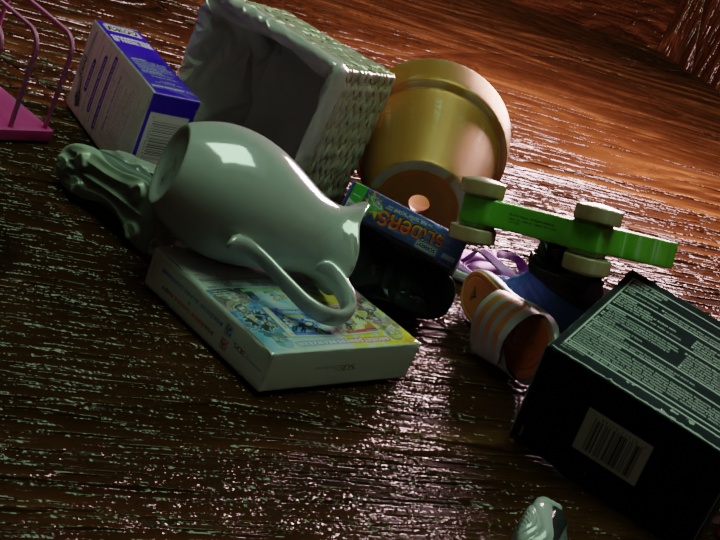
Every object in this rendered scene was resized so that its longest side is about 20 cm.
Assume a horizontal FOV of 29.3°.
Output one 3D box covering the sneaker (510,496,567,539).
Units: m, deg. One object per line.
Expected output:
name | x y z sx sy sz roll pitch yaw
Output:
sneaker | 0.148 0.247 0.991 0.113 0.076 0.200 27 27 6

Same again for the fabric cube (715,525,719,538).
fabric cube | 0.487 0.204 1.281 0.196 0.201 0.199 37 24 28

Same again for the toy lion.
toy lion | 0.213 -0.039 1.389 0.198 0.069 0.191 16 6 27

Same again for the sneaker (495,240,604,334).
sneaker | 0.200 0.010 1.509 0.076 0.113 0.200 -6 20 -25

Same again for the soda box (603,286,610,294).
soda box | 0.344 0.080 1.536 0.070 0.064 0.199 19 4 -44

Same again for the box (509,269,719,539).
box | 0.282 0.127 1.304 0.199 0.124 0.198 33 36 20

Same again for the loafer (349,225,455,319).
loafer | 0.000 0.000 1.442 0.199 0.073 0.072 29 -14 -3

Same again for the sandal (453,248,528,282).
sandal | 0.180 -0.001 1.643 0.201 0.050 0.083 20 19 -7

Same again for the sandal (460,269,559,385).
sandal | 0.136 0.055 1.440 0.059 0.080 0.207 12 16 -26

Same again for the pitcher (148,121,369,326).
pitcher | -0.089 -0.040 1.252 0.199 0.121 0.172 26 31 -24

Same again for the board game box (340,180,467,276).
board game box | 0.047 -0.037 1.489 0.134 0.035 0.200 27 -5 5

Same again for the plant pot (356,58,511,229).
plant pot | 0.077 -0.124 1.660 0.198 0.201 0.184 22 36 -5

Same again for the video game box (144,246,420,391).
video game box | -0.071 0.040 1.280 0.199 0.047 0.182 0 29 -47

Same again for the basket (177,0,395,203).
basket | -0.097 -0.190 1.589 0.197 0.201 0.160 33 20 22

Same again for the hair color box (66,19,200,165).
hair color box | -0.256 -0.186 1.531 0.064 0.110 0.200 7 27 -37

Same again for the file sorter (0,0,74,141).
file sorter | -0.418 -0.222 1.416 0.139 0.126 0.199 37 24 30

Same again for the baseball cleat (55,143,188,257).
baseball cleat | -0.213 -0.075 1.366 0.199 0.070 0.106 37 25 28
